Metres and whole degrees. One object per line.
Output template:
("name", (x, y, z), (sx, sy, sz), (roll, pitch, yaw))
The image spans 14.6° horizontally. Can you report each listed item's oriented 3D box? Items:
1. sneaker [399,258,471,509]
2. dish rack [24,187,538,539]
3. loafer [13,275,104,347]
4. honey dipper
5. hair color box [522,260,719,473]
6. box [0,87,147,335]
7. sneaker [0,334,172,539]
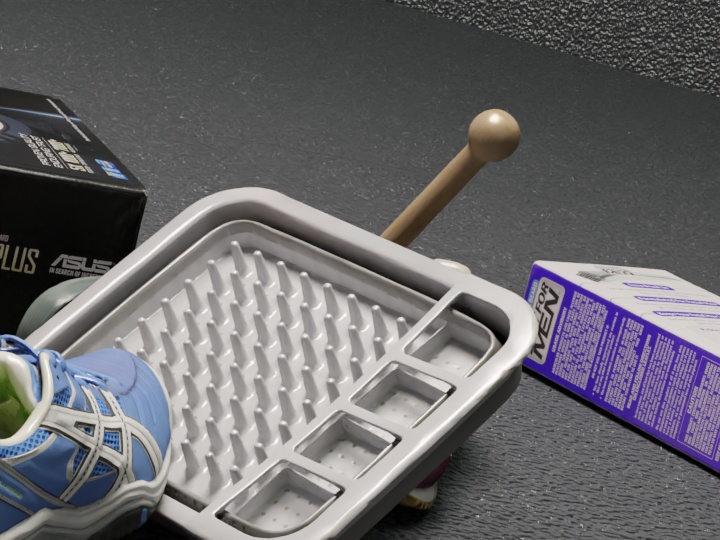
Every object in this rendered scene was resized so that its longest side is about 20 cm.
("sneaker", (0.017, 0.046, 1.296), (0.075, 0.090, 0.200), (16, 12, 2))
("dish rack", (-0.040, 0.050, 1.171), (0.200, 0.044, 0.172), (25, 54, 38))
("loafer", (-0.072, 0.033, 1.316), (0.063, 0.072, 0.200), (32, 28, 33))
("honey dipper", (0.000, 0.000, 1.241), (0.038, 0.200, 0.038), (33, 27, -19))
("hair color box", (0.188, 0.057, 1.528), (0.109, 0.065, 0.200), (4, 18, -40))
("box", (-0.215, -0.040, 1.409), (0.163, 0.086, 0.200), (10, 13, -21))
("sneaker", (-0.119, 0.060, 1.049), (0.076, 0.077, 0.200), (16, 19, 14))
